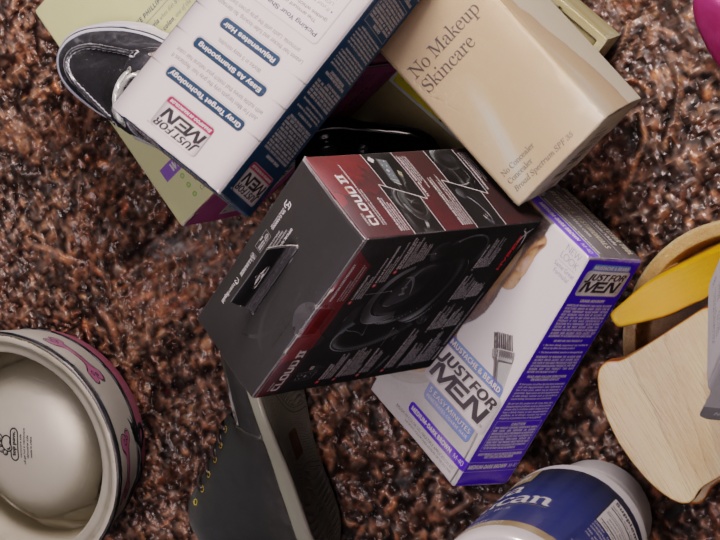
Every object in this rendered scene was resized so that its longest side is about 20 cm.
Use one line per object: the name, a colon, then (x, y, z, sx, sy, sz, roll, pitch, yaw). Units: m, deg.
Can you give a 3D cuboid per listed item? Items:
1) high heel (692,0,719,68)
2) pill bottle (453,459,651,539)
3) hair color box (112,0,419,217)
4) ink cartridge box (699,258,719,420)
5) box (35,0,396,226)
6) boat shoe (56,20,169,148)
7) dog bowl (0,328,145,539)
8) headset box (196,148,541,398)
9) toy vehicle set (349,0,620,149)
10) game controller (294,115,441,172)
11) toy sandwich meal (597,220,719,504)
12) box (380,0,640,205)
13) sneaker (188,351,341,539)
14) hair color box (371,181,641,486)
high heel: (0.280, -0.108, 1.335, 0.200, 0.096, 0.068, 43, 117, 10)
pill bottle: (0.130, 0.197, 1.425, 0.110, 0.200, 0.112, 6, 105, 24)
hair color box: (-0.054, -0.146, 1.337, 0.100, 0.061, 0.200, 38, 88, 21)
ink cartridge box: (0.321, 0.033, 1.302, 0.199, 0.084, 0.176, 7, 151, 0)
box: (-0.101, -0.166, 1.489, 0.176, 0.097, 0.200, -43, 76, 29)
boat shoe: (-0.137, -0.116, 1.421, 0.199, 0.068, 0.072, 27, 111, 25)
dog bowl: (-0.259, 0.137, 1.671, 0.199, 0.074, 0.202, 7, 107, 24)
headset box: (0.000, 0.000, 1.369, 0.077, 0.199, 0.149, 53, 126, 26)
toy vehicle set: (0.073, -0.126, 1.469, 0.124, 0.026, 0.200, 42, 117, 10)
game controller: (0.004, -0.020, 1.485, 0.104, 0.042, 0.201, 11, 128, 11)
toy sandwich meal: (0.252, 0.063, 1.406, 0.204, 0.070, 0.207, 7, 106, 24)
box: (0.081, -0.151, 1.399, 0.200, 0.078, 0.095, 47, 118, 8)
sneaker: (-0.095, 0.130, 1.587, 0.106, 0.075, 0.201, -12, 98, 25)
hair color box: (0.098, 0.039, 1.460, 0.109, 0.065, 0.201, 47, 119, 36)
